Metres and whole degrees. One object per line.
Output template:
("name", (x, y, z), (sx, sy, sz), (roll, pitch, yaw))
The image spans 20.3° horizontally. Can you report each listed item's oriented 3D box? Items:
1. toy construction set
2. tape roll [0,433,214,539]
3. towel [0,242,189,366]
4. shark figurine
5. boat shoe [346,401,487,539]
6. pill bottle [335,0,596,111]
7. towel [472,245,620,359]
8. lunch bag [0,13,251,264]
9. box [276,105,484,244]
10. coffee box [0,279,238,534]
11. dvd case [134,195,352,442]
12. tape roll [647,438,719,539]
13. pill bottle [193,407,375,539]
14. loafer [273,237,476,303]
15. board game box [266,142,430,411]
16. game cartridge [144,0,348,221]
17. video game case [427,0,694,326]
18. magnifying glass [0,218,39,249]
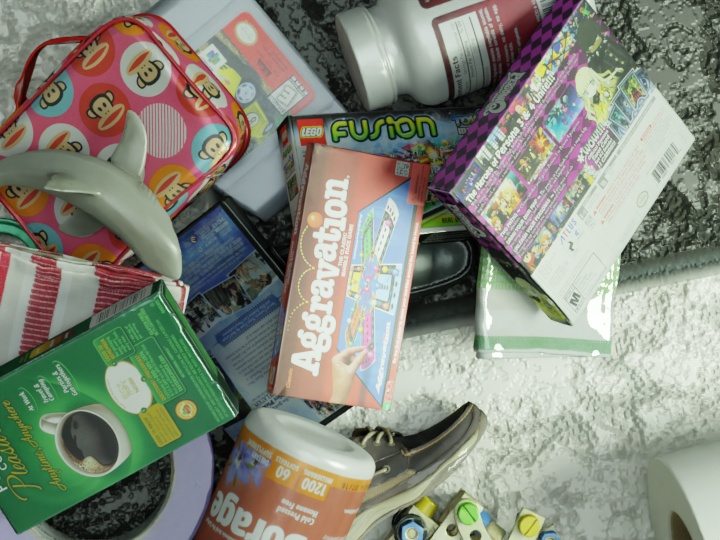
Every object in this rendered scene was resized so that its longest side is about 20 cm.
("toy construction set", (0.068, 0.265, 1.669), (0.131, 0.092, 0.200), (36, 76, -4))
("tape roll", (-0.219, 0.160, 1.644), (0.199, 0.085, 0.201), (0, 90, -4))
("towel", (-0.244, 0.056, 1.571), (0.199, 0.023, 0.144), (11, 107, -5))
("shark figurine", (-0.246, -0.061, 1.564), (0.214, 0.089, 0.128), (6, 102, 12))
("boat shoe", (0.015, 0.166, 1.668), (0.200, 0.074, 0.073), (-37, 92, -5))
("pill bottle", (0.085, -0.205, 1.659), (0.200, 0.113, 0.113), (-20, 91, -5))
("towel", (0.163, -0.025, 1.658), (0.149, 0.031, 0.201), (1, 98, -38))
("lunch bag", (-0.208, -0.109, 1.627), (0.200, 0.082, 0.176), (-40, 92, 15))
("box", (0.037, -0.076, 1.653), (0.200, 0.035, 0.110), (-5, 75, -21))
("coffee box", (-0.210, 0.105, 1.554), (0.200, 0.044, 0.123), (-30, 107, 5))
("dvd case", (-0.095, 0.053, 1.645), (0.143, 0.018, 0.200), (-36, 97, 28))
("tape roll", (0.331, 0.230, 1.630), (0.139, 0.203, 0.203), (-16, 91, -6))
("pill bottle", (-0.075, 0.220, 1.597), (0.112, 0.112, 0.200), (23, 95, -4))
("loafer", (0.000, 0.000, 1.670), (0.200, 0.070, 0.068), (-7, 89, -5))
("board game box", (-0.009, 0.006, 1.593), (0.103, 0.019, 0.201), (9, 90, -21))
("game cartridge", (-0.108, -0.146, 1.682), (0.133, 0.041, 0.200), (-41, 92, 0))
("video game case", (0.166, -0.087, 1.614), (0.181, 0.036, 0.200), (44, 72, -34))
("magnifying glass", (-0.315, 0.055, 1.669), (0.079, 0.022, 0.200), (15, 89, -4))
